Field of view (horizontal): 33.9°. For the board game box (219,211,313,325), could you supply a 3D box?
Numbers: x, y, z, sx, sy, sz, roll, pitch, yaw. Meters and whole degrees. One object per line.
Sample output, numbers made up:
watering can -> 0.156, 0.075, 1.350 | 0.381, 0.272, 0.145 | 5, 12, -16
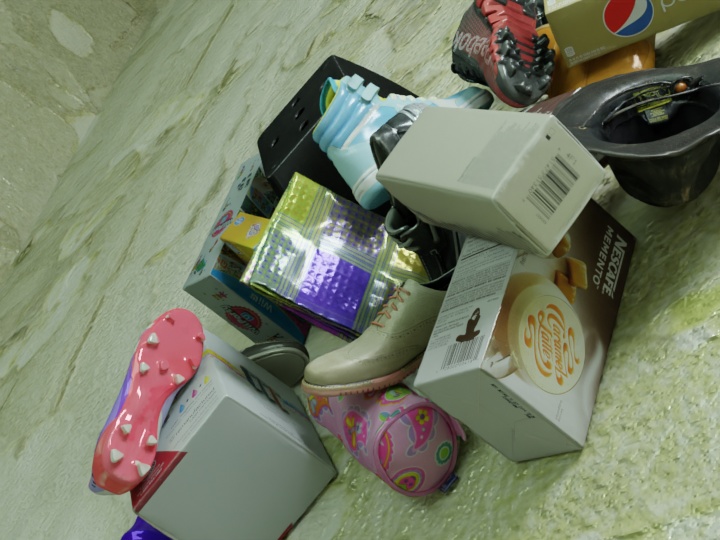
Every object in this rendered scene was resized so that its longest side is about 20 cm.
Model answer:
board game box -> -0.058, 0.009, 1.262 | 0.040, 0.153, 0.200 | -49, 22, -11

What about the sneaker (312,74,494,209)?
sneaker -> 0.036, -0.162, 1.181 | 0.200, 0.131, 0.080 | -37, -11, -33

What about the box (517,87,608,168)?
box -> 0.138, -0.096, 1.087 | 0.100, 0.075, 0.200 | -39, 9, -20

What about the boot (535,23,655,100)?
boot -> 0.197, -0.175, 1.151 | 0.200, 0.071, 0.145 | -17, 41, 48

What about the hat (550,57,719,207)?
hat -> 0.236, -0.098, 0.928 | 0.199, 0.081, 0.201 | -15, 22, 6

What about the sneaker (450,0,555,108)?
sneaker -> 0.136, -0.207, 1.159 | 0.098, 0.070, 0.201 | -55, 25, 33

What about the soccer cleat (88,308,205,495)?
soccer cleat -> -0.208, 0.123, 1.132 | 0.076, 0.066, 0.201 | -33, 32, 45

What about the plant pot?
plant pot -> -0.003, -0.122, 1.319 | 0.200, 0.177, 0.200 | -46, 24, 12

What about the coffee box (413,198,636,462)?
coffee box -> 0.133, 0.031, 0.924 | 0.079, 0.114, 0.201 | -23, 36, 49

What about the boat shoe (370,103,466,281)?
boat shoe -> 0.052, -0.051, 1.068 | 0.071, 0.201, 0.072 | -28, 27, -18

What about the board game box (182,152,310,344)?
board game box -> -0.108, -0.021, 1.410 | 0.064, 0.147, 0.201 | -23, 37, 45

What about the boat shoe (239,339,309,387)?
boat shoe -> -0.124, 0.113, 1.352 | 0.200, 0.067, 0.057 | -35, 33, 42

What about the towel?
towel -> 0.000, 0.000, 1.131 | 0.144, 0.199, 0.023 | -66, 5, -31

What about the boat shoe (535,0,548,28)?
boat shoe -> 0.204, -0.261, 1.282 | 0.071, 0.072, 0.200 | -68, 16, -13

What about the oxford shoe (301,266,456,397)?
oxford shoe -> 0.031, 0.047, 1.021 | 0.199, 0.074, 0.071 | -24, 22, -27

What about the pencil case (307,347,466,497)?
pencil case -> 0.018, 0.130, 1.041 | 0.088, 0.087, 0.200 | -54, 23, -5

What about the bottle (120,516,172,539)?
bottle -> -0.230, 0.330, 1.220 | 0.065, 0.083, 0.201 | -36, 27, 34

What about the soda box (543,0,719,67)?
soda box -> 0.268, -0.259, 1.066 | 0.199, 0.064, 0.068 | -20, 36, 20

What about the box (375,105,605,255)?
box -> 0.094, -0.074, 0.916 | 0.082, 0.068, 0.200 | -53, 24, -6

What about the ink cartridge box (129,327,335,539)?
ink cartridge box -> -0.141, 0.177, 1.191 | 0.146, 0.144, 0.200 | -51, 22, 3
